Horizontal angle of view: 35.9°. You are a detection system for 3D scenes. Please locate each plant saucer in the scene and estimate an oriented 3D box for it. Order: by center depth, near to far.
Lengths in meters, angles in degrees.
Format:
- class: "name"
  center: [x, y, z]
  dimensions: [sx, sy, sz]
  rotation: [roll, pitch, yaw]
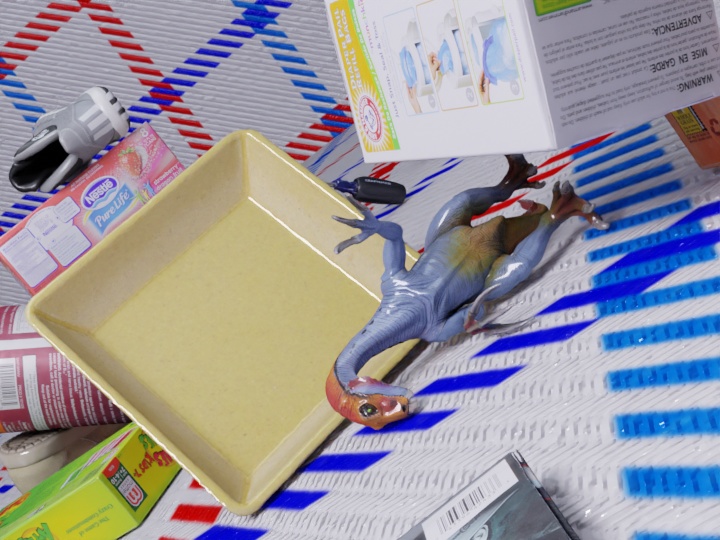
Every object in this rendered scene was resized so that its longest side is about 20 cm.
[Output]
- class: "plant saucer"
  center: [-0.072, 0.031, 0.703]
  dimensions: [0.200, 0.200, 0.049]
  rotation: [-43, -22, -23]

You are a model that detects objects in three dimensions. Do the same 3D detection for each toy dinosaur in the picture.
- class: "toy dinosaur"
  center: [0.056, 0.018, 0.639]
  dimensions: [0.182, 0.105, 0.200]
  rotation: [-47, -24, 0]

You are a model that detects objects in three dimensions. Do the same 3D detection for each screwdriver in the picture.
- class: "screwdriver"
  center: [-0.042, -0.096, 1.172]
  dimensions: [0.028, 0.198, 0.029]
  rotation: [142, 134, -57]

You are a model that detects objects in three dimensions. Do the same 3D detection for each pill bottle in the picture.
- class: "pill bottle"
  center: [-0.233, 0.080, 0.968]
  dimensions: [0.198, 0.111, 0.110]
  rotation: [-4, 8, -6]

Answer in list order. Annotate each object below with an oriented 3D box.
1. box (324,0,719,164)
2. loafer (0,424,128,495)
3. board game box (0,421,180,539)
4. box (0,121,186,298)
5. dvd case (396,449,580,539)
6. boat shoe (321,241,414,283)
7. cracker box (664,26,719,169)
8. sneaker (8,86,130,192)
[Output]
- class: "box"
  center: [0.076, -0.121, 0.584]
  dimensions: [0.112, 0.102, 0.200]
  rotation: [-20, 11, -23]
- class: "loafer"
  center: [-0.263, 0.167, 1.035]
  dimensions: [0.075, 0.069, 0.200]
  rotation: [-7, 6, 21]
- class: "board game box"
  center: [-0.230, 0.191, 0.860]
  dimensions: [0.199, 0.048, 0.102]
  rotation: [-33, 10, 26]
- class: "box"
  center: [-0.269, -0.048, 1.142]
  dimensions: [0.200, 0.103, 0.095]
  rotation: [-43, 10, -15]
- class: "dvd case"
  center: [0.014, 0.131, 0.317]
  dimensions: [0.146, 0.022, 0.200]
  rotation: [-38, 11, 1]
- class: "boat shoe"
  center: [0.000, 0.000, 0.839]
  dimensions: [0.073, 0.066, 0.200]
  rotation: [-36, 10, 11]
- class: "cracker box"
  center: [0.258, -0.139, 0.555]
  dimensions: [0.200, 0.058, 0.134]
  rotation: [-41, 10, -17]
- class: "sneaker"
  center: [-0.322, -0.114, 1.130]
  dimensions: [0.200, 0.075, 0.116]
  rotation: [-26, 18, 52]
